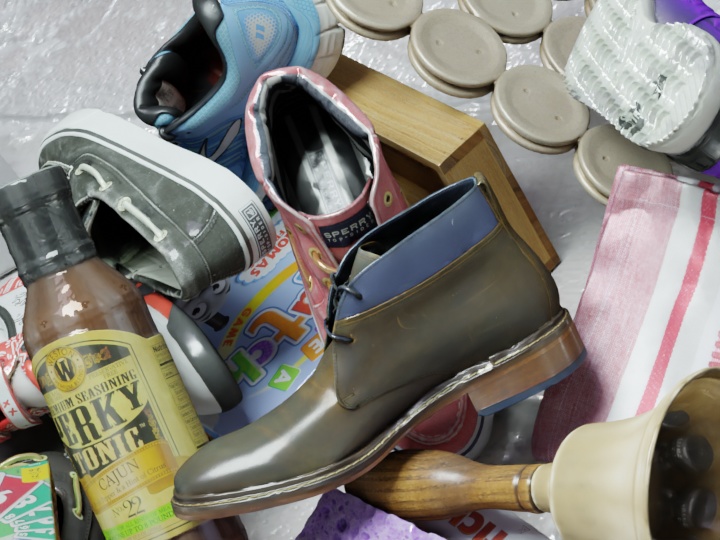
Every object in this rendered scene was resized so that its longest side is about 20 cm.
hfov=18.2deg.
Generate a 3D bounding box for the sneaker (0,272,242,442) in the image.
[{"bbox_3d":[-0.146,0.057,1.143,0.108,0.067,0.201,-39,32,-18],"label":"sneaker"}]

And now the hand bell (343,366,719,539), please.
[{"bbox_3d":[0.071,0.093,0.973,0.199,0.104,0.104,-1,49,42],"label":"hand bell"}]

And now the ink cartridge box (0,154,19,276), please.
[{"bbox_3d":[-0.320,-0.032,1.368,0.199,0.147,0.083,-28,37,8],"label":"ink cartridge box"}]

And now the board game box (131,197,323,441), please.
[{"bbox_3d":[-0.060,0.016,1.211,0.151,0.037,0.200,-48,40,-14],"label":"board game box"}]

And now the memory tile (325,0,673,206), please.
[{"bbox_3d":[0.092,-0.118,1.124,0.200,0.017,0.153,35,48,8],"label":"memory tile"}]

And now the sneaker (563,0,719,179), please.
[{"bbox_3d":[0.161,-0.082,1.040,0.070,0.099,0.200,-62,17,18],"label":"sneaker"}]

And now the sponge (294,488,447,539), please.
[{"bbox_3d":[-0.026,0.199,0.980,0.111,0.030,0.200,20,73,48],"label":"sponge"}]

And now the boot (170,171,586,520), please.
[{"bbox_3d":[-0.007,0.035,1.005,0.199,0.097,0.075,-25,15,-6],"label":"boot"}]

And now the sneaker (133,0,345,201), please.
[{"bbox_3d":[-0.086,-0.088,1.170,0.090,0.200,0.079,-10,57,-33],"label":"sneaker"}]

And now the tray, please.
[{"bbox_3d":[0.016,-0.062,1.183,0.037,0.099,0.200,-42,38,-12],"label":"tray"}]

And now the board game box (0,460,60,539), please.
[{"bbox_3d":[-0.182,0.151,1.025,0.095,0.030,0.200,-11,27,-6],"label":"board game box"}]

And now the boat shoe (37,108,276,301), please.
[{"bbox_3d":[-0.122,-0.031,1.134,0.064,0.071,0.200,-38,29,-22],"label":"boat shoe"}]

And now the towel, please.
[{"bbox_3d":[0.171,0.037,0.982,0.199,0.023,0.145,14,85,43],"label":"towel"}]

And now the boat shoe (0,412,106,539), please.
[{"bbox_3d":[-0.163,0.130,1.151,0.072,0.061,0.202,-30,38,9],"label":"boat shoe"}]

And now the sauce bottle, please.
[{"bbox_3d":[-0.119,0.050,1.051,0.064,0.201,0.065,-25,-1,-1],"label":"sauce bottle"}]

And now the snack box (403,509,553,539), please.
[{"bbox_3d":[0.074,0.155,0.975,0.072,0.024,0.200,-44,38,-12],"label":"snack box"}]

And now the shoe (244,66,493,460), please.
[{"bbox_3d":[0.000,0.000,1.067,0.071,0.091,0.201,-25,73,3],"label":"shoe"}]
